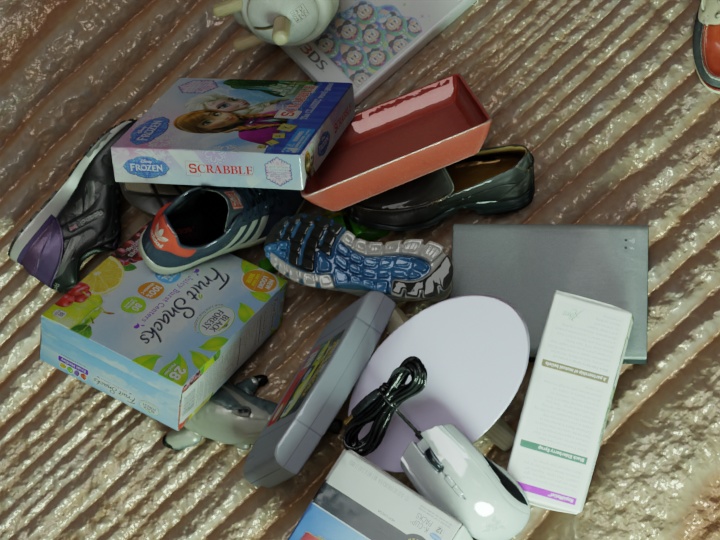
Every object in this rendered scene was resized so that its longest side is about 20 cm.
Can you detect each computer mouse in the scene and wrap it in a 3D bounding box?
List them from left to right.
[{"bbox_3d":[0.079,0.180,1.560,0.200,0.044,0.110,44,105,-10],"label":"computer mouse"}]

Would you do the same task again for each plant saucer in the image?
[{"bbox_3d":[0.031,-0.127,1.731,0.199,0.200,0.037,-22,110,2],"label":"plant saucer"}]

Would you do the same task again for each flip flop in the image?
[{"bbox_3d":[-0.154,-0.087,1.794,0.199,0.058,0.081,-2,76,-10],"label":"flip flop"}]

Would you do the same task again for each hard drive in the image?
[{"bbox_3d":[0.189,0.023,1.712,0.199,0.033,0.140,0,72,10],"label":"hard drive"}]

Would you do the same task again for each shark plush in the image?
[{"bbox_3d":[-0.118,0.127,1.714,0.199,0.091,0.083,3,42,15],"label":"shark plush"}]

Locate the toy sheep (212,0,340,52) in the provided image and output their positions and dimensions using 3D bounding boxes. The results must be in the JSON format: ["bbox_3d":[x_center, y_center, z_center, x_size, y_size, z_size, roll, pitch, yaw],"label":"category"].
[{"bbox_3d":[-0.083,-0.297,1.787,0.137,0.138,0.200,-8,46,7],"label":"toy sheep"}]

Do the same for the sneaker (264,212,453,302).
[{"bbox_3d":[0.000,0.000,1.706,0.199,0.087,0.075,15,77,14],"label":"sneaker"}]

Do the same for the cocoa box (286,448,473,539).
[{"bbox_3d":[0.019,0.271,1.568,0.133,0.200,0.131,31,80,17],"label":"cocoa box"}]

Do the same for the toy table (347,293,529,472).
[{"bbox_3d":[0.082,0.105,1.637,0.200,0.117,0.184,-33,86,10],"label":"toy table"}]

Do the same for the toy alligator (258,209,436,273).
[{"bbox_3d":[-0.014,-0.040,1.755,0.199,0.054,0.059,-18,70,3],"label":"toy alligator"}]

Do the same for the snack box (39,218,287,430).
[{"bbox_3d":[-0.194,0.049,1.697,0.168,0.068,0.200,26,42,17],"label":"snack box"}]

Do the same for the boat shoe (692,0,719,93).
[{"bbox_3d":[0.389,-0.283,1.765,0.071,0.063,0.201,12,75,11],"label":"boat shoe"}]

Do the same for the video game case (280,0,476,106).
[{"bbox_3d":[-0.001,-0.298,1.856,0.200,0.024,0.182,-41,70,-6],"label":"video game case"}]

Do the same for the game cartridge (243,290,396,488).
[{"bbox_3d":[-0.039,0.112,1.631,0.041,0.133,0.200,36,66,-12],"label":"game cartridge"}]

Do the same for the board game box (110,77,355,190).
[{"bbox_3d":[-0.126,-0.143,1.742,0.199,0.200,0.041,3,117,14],"label":"board game box"}]

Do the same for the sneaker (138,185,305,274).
[{"bbox_3d":[-0.127,-0.063,1.707,0.200,0.085,0.075,-32,80,-30],"label":"sneaker"}]

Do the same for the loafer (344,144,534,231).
[{"bbox_3d":[0.080,-0.093,1.727,0.199,0.072,0.073,-12,56,-8],"label":"loafer"}]

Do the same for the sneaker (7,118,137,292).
[{"bbox_3d":[-0.278,-0.066,1.811,0.087,0.076,0.200,38,85,4],"label":"sneaker"}]

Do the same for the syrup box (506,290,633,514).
[{"bbox_3d":[0.199,0.128,1.629,0.081,0.079,0.201,16,87,12],"label":"syrup box"}]
